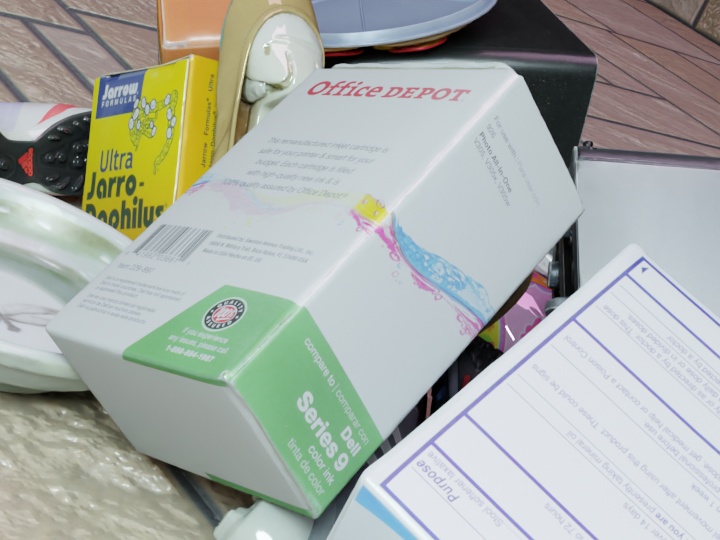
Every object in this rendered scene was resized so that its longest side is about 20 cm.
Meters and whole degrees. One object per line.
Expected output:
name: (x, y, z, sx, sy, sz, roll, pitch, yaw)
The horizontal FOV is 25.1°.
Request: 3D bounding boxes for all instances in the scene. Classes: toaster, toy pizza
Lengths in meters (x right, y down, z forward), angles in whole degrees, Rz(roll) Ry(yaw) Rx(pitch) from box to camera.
toaster: (0.201, 0.018, 0.915, 0.197, 0.120, 0.181, 5, -20, 4)
toy pizza: (0.000, -0.185, 1.150, 0.197, 0.032, 0.201, -3, 27, 2)

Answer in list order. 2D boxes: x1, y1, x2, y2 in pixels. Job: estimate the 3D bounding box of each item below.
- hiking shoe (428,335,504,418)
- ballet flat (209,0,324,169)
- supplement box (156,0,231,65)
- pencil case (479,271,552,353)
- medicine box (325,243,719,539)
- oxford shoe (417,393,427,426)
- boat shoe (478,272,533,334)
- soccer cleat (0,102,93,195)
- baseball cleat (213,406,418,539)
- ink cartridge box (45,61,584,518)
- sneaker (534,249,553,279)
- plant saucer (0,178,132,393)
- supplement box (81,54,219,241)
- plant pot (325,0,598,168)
hiking shoe: (0.054, 0.087, 0.861, 0.074, 0.087, 0.200, 36, 8, -7)
ballet flat: (-0.047, -0.079, 0.895, 0.068, 0.203, 0.063, 15, -11, -37)
supplement box: (-0.102, -0.129, 1.070, 0.066, 0.200, 0.070, -5, 67, -9)
pencil case: (0.140, 0.065, 1.038, 0.199, 0.088, 0.087, 31, 20, 15)
medicine box: (0.108, 0.120, 0.657, 0.182, 0.103, 0.199, 43, 50, 14)
oxford shoe: (0.000, 0.000, 0.931, 0.071, 0.203, 0.073, -12, -14, 25)
boat shoe: (-0.008, 0.020, 0.850, 0.066, 0.199, 0.072, -121, -174, -70)
soccer cleat: (-0.232, -0.072, 0.974, 0.073, 0.069, 0.199, 9, 10, 37)
baseball cleat: (0.001, 0.121, 0.761, 0.106, 0.070, 0.200, 42, 26, 7)
ink cartridge box: (-0.018, -0.002, 0.725, 0.144, 0.200, 0.088, 9, -41, 49)
sneaker: (0.126, -0.007, 1.107, 0.088, 0.076, 0.200, 26, -15, 46)
plant saucer: (-0.183, 0.012, 0.813, 0.198, 0.051, 0.200, 23, 19, -8)
supplement box: (-0.058, -0.053, 0.996, 0.198, 0.111, 0.108, 9, -7, -38)
plant pot: (0.047, -0.106, 1.224, 0.175, 0.202, 0.200, 6, 24, -14)
